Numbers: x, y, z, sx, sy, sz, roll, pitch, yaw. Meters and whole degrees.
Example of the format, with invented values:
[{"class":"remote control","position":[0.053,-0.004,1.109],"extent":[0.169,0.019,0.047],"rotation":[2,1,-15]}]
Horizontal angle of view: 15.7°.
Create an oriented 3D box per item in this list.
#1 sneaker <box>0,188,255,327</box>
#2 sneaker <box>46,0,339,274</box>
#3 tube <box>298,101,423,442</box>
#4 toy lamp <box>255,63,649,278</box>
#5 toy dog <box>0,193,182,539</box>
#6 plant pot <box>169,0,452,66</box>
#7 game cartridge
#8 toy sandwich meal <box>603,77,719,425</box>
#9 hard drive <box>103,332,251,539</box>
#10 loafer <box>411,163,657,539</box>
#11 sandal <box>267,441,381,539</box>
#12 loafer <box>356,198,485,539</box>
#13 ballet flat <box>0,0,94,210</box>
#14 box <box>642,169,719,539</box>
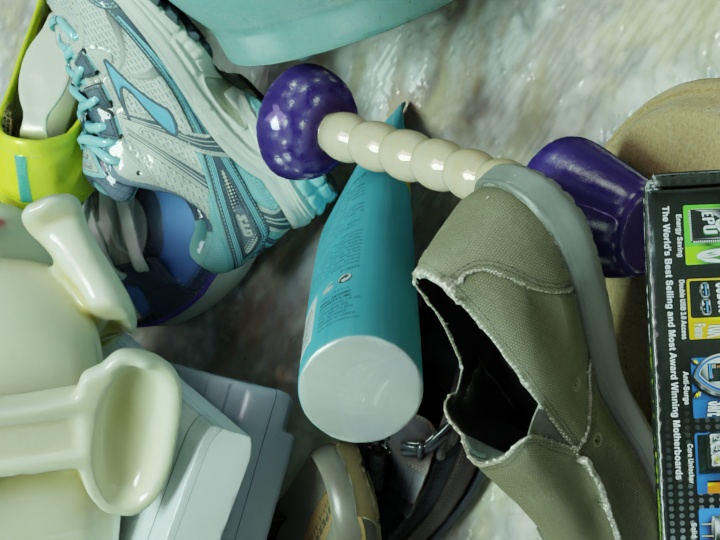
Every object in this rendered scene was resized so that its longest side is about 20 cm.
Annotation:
[{"class":"sneaker","position":[-0.157,-0.010,1.278],"extent":[0.200,0.146,0.081],"rotation":[-22,72,43]},{"class":"sneaker","position":[-0.102,-0.078,1.190],"extent":[0.086,0.200,0.078],"rotation":[-44,16,2]},{"class":"tube","position":[0.000,0.000,1.132],"extent":[0.077,0.050,0.200],"rotation":[-53,17,25]},{"class":"toy lamp","position":[0.042,-0.038,1.054],"extent":[0.200,0.058,0.058],"rotation":[20,101,46]},{"class":"toy dog","position":[-0.156,0.049,1.168],"extent":[0.200,0.139,0.194],"rotation":[-113,10,-53]},{"class":"plant pot","position":[-0.023,-0.170,1.140],"extent":[0.200,0.200,0.134],"rotation":[-2,113,46]},{"class":"game cartridge","position":[-0.096,0.110,1.231],"extent":[0.200,0.041,0.133],"rotation":[7,84,65]},{"class":"toy sandwich meal","position":[0.155,0.019,1.017],"extent":[0.205,0.070,0.206],"rotation":[2,93,57]},{"class":"hard drive","position":[-0.113,0.107,1.196],"extent":[0.200,0.027,0.132],"rotation":[31,102,65]},{"class":"loafer","position":[0.065,0.059,0.989],"extent":[0.075,0.070,0.200],"rotation":[16,131,56]},{"class":"sandal","position":[-0.040,0.153,1.186],"extent":[0.200,0.054,0.082],"rotation":[113,143,-48]},{"class":"loafer","position":[0.031,0.041,1.140],"extent":[0.072,0.063,0.200],"rotation":[45,118,37]},{"class":"ballet flat","position":[-0.134,-0.114,1.264],"extent":[0.067,0.067,0.200],"rotation":[4,53,14]},{"class":"box","position":[0.197,0.062,0.900],"extent":[0.193,0.048,0.200],"rotation":[-2,83,5]}]
